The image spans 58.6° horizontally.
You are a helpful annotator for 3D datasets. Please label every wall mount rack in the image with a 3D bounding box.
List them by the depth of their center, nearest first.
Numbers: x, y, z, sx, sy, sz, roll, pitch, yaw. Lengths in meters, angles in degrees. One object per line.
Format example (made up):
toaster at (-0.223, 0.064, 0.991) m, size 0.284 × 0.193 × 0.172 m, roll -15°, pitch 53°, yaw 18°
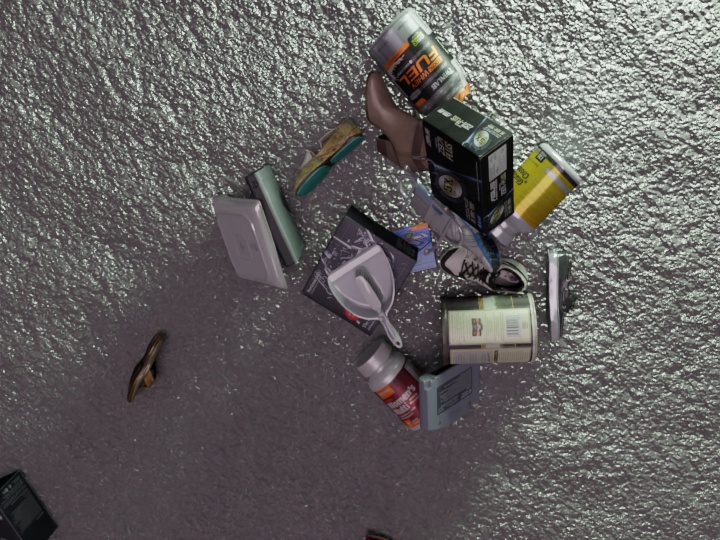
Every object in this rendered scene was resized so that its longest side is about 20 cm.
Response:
wall mount rack at (0.132, -0.128, 1.313) m, size 0.200 × 0.074 × 0.175 m, roll 47°, pitch 149°, yaw 17°

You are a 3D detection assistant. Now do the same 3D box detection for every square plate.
square plate at (-0.247, -0.059, 1.385) m, size 0.196 × 0.028 × 0.204 m, roll 12°, pitch 124°, yaw 49°

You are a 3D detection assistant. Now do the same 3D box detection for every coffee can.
coffee can at (0.273, 0.127, 1.389) m, size 0.195 × 0.147 × 0.150 m, roll -2°, pitch 107°, yaw 7°

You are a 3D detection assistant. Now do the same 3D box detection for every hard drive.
hard drive at (-0.179, -0.119, 1.373) m, size 0.032 × 0.140 × 0.204 m, roll -21°, pitch 103°, yaw 9°

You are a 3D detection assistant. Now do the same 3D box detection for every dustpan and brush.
dustpan and brush at (0.032, 0.068, 1.317) m, size 0.138 × 0.057 × 0.202 m, roll -31°, pitch 102°, yaw 15°

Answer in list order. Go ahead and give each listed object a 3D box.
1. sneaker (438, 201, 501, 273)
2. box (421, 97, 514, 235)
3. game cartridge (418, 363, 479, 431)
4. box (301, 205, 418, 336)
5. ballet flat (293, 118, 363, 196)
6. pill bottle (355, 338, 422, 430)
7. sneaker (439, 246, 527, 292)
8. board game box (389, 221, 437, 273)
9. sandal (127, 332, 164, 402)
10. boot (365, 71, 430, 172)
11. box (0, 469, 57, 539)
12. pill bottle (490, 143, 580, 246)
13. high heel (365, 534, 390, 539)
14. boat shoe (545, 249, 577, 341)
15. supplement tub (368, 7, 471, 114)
sneaker at (0.223, -0.074, 1.364) m, size 0.086 × 0.074 × 0.203 m, roll -38°, pitch 72°, yaw 29°
box at (0.208, -0.197, 1.226) m, size 0.085 × 0.164 × 0.202 m, roll -34°, pitch 141°, yaw -15°
game cartridge at (0.198, 0.271, 1.431) m, size 0.041 × 0.198 × 0.137 m, roll 17°, pitch 115°, yaw 41°
box at (0.000, 0.000, 1.387) m, size 0.180 × 0.104 × 0.202 m, roll 31°, pitch 108°, yaw -2°
ballet flat at (-0.079, -0.244, 1.369) m, size 0.199 × 0.071 × 0.071 m, roll -41°, pitch 98°, yaw 17°
pill bottle at (0.087, 0.259, 1.471) m, size 0.109 × 0.110 × 0.200 m, roll -42°, pitch 98°, yaw 17°
sneaker at (0.267, -0.002, 1.382) m, size 0.195 × 0.088 × 0.077 m, roll 11°, pitch 110°, yaw 5°
board game box at (0.066, -0.036, 1.432) m, size 0.195 × 0.019 × 0.105 m, roll -12°, pitch 106°, yaw 11°
sandal at (-0.518, 0.245, 1.568) m, size 0.053 × 0.081 × 0.202 m, roll 26°, pitch 105°, yaw -24°
boot at (0.089, -0.292, 1.287) m, size 0.144 × 0.070 × 0.203 m, roll 21°, pitch 142°, yaw 35°
box at (-0.968, 0.681, 1.724) m, size 0.197 × 0.124 × 0.200 m, roll -25°, pitch 104°, yaw 13°
pill bottle at (0.342, -0.150, 1.315) m, size 0.112 × 0.112 × 0.200 m, roll 41°, pitch 107°, yaw -6°
high heel at (0.108, 0.718, 1.626) m, size 0.195 × 0.068 × 0.098 m, roll -5°, pitch 117°, yaw 12°
boat shoe at (0.439, 0.055, 1.393) m, size 0.064 × 0.070 × 0.205 m, roll -2°, pitch 99°, yaw 9°
supplement tub at (0.120, -0.398, 1.262) m, size 0.122 × 0.123 × 0.200 m, roll -42°, pitch 98°, yaw 16°
